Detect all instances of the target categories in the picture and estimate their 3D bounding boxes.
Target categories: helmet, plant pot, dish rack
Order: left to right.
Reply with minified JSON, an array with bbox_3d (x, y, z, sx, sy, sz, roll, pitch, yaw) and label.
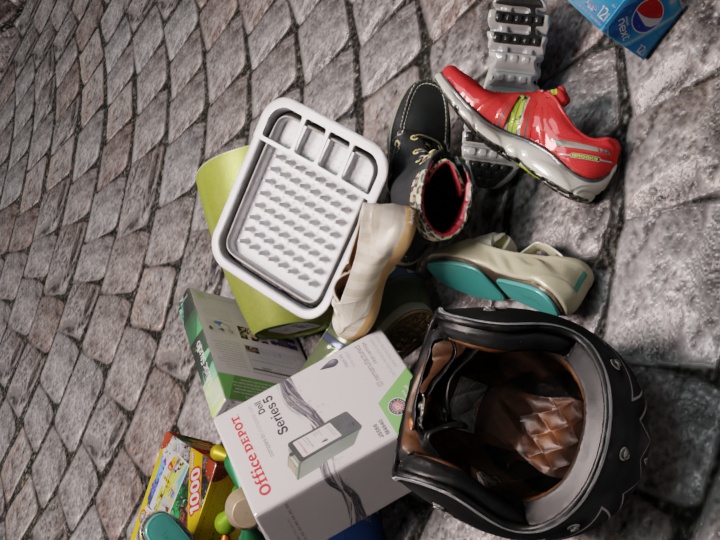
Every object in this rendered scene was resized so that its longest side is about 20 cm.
[{"bbox_3d":[-0.095,-0.026,1.271,0.186,0.186,0.202,-24,69,46],"label":"plant pot"},{"bbox_3d":[-0.061,-0.067,1.146,0.171,0.043,0.202,30,102,24],"label":"dish rack"},{"bbox_3d":[0.133,0.124,0.857,0.200,0.189,0.202,16,-90,-90],"label":"helmet"}]

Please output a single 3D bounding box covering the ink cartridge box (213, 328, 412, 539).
[{"bbox_3d":[-0.028,0.171,1.055,0.199,0.085,0.146,-28,40,-7],"label":"ink cartridge box"}]

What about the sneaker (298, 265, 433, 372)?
[{"bbox_3d":[0.001,0.065,1.175,0.200,0.067,0.091,-37,45,30],"label":"sneaker"}]

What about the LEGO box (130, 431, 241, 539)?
[{"bbox_3d":[-0.212,0.322,1.322,0.148,0.077,0.202,12,83,55],"label":"LEGO box"}]

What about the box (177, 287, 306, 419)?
[{"bbox_3d":[-0.128,0.107,1.257,0.037,0.143,0.201,-58,36,23],"label":"box"}]

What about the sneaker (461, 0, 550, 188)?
[{"bbox_3d":[0.154,-0.183,1.096,0.081,0.074,0.202,-39,-37,-75],"label":"sneaker"}]

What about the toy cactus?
[{"bbox_3d":[-0.119,0.263,1.181,0.165,0.101,0.203,142,130,-81],"label":"toy cactus"}]

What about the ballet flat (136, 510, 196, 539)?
[{"bbox_3d":[-0.184,0.360,1.208,0.072,0.201,0.072,-41,-2,-2],"label":"ballet flat"}]

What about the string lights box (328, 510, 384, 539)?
[{"bbox_3d":[-0.027,0.291,1.101,0.103,0.059,0.202,-39,45,36],"label":"string lights box"}]

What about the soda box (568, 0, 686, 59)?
[{"bbox_3d":[0.228,-0.290,1.040,0.064,0.067,0.201,-53,38,22],"label":"soda box"}]

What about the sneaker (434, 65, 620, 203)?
[{"bbox_3d":[0.161,-0.145,1.018,0.199,0.077,0.085,38,95,18],"label":"sneaker"}]

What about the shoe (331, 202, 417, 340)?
[{"bbox_3d":[0.000,0.000,1.060,0.201,0.053,0.071,116,158,-48],"label":"shoe"}]

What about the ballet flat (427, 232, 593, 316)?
[{"bbox_3d":[0.144,-0.002,1.024,0.199,0.069,0.070,19,89,53],"label":"ballet flat"}]

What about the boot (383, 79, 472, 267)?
[{"bbox_3d":[0.075,-0.111,1.085,0.154,0.073,0.206,155,126,-74],"label":"boot"}]
